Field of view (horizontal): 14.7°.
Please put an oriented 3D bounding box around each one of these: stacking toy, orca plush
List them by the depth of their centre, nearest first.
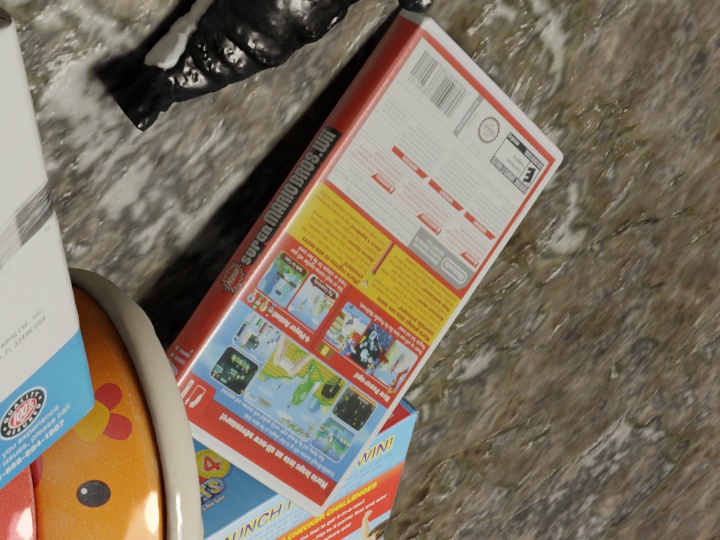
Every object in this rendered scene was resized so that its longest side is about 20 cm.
[{"bbox_3d":[-0.007,-0.119,1.034,0.200,0.071,0.105,-44,154,-6],"label":"orca plush"},{"bbox_3d":[-0.171,0.085,1.039,0.200,0.146,0.146,-12,139,-28],"label":"stacking toy"}]

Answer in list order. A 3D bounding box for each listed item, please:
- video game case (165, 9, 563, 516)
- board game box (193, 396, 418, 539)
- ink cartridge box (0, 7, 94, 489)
[{"bbox_3d":[0.000,0.000,1.213,0.200,0.017,0.143,-56,144,-4],"label":"video game case"},{"bbox_3d":[-0.077,0.155,1.334,0.200,0.056,0.196,-29,149,-34],"label":"board game box"},{"bbox_3d":[-0.175,0.008,0.910,0.145,0.084,0.200,-41,149,-26],"label":"ink cartridge box"}]
